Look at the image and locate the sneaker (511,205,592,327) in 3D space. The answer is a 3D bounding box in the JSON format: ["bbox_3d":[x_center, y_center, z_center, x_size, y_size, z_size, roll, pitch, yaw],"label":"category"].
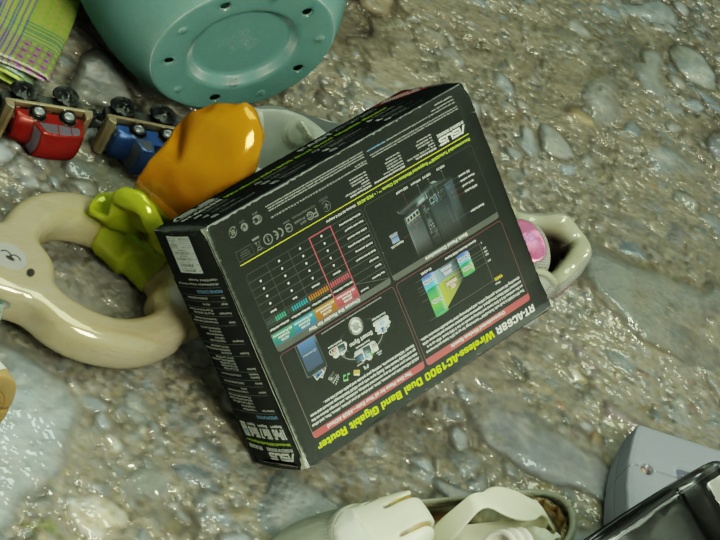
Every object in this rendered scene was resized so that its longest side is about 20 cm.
[{"bbox_3d":[0.071,0.000,1.329,0.200,0.088,0.081,-21,74,-48],"label":"sneaker"}]

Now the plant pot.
[{"bbox_3d":[-0.098,-0.205,1.383,0.201,0.201,0.161,4,54,-33],"label":"plant pot"}]

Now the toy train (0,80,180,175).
[{"bbox_3d":[-0.193,-0.091,1.303,0.200,0.034,0.046,8,45,-29],"label":"toy train"}]

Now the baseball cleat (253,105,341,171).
[{"bbox_3d":[-0.009,-0.062,1.388,0.200,0.070,0.106,13,-1,0],"label":"baseball cleat"}]

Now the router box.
[{"bbox_3d":[0.000,0.000,1.198,0.200,0.062,0.150,-31,106,-30],"label":"router box"}]

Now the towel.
[{"bbox_3d":[-0.283,-0.195,1.371,0.200,0.023,0.144,24,35,-11],"label":"towel"}]

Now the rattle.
[{"bbox_3d":[-0.157,-0.017,1.158,0.200,0.143,0.130,2,62,-43],"label":"rattle"}]

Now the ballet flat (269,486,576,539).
[{"bbox_3d":[0.036,0.146,1.162,0.200,0.064,0.067,1,45,-35],"label":"ballet flat"}]

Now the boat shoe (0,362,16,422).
[{"bbox_3d":[-0.271,0.059,1.041,0.200,0.071,0.069,-3,42,-44],"label":"boat shoe"}]

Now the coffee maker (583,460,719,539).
[{"bbox_3d":[0.172,0.221,1.082,0.200,0.135,0.192,53,37,10],"label":"coffee maker"}]

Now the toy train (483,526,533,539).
[{"bbox_3d":[0.093,0.232,1.036,0.056,0.150,0.200,22,29,-37],"label":"toy train"}]

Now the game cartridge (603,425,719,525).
[{"bbox_3d":[0.213,0.185,1.271,0.133,0.041,0.200,22,36,-19],"label":"game cartridge"}]
